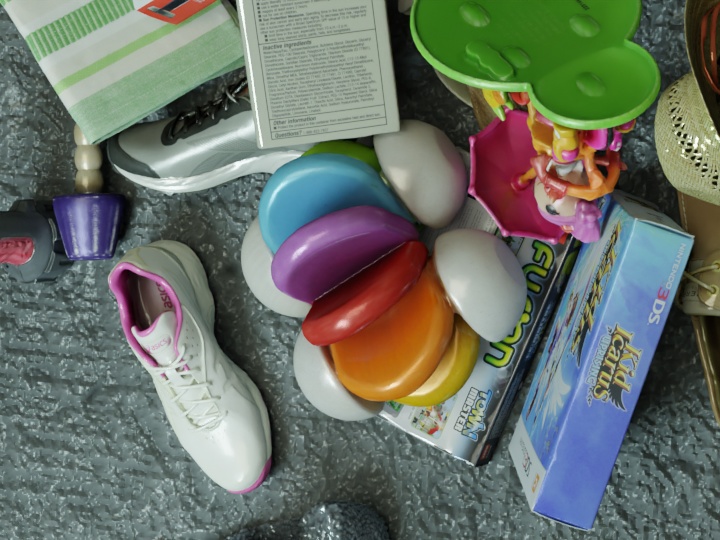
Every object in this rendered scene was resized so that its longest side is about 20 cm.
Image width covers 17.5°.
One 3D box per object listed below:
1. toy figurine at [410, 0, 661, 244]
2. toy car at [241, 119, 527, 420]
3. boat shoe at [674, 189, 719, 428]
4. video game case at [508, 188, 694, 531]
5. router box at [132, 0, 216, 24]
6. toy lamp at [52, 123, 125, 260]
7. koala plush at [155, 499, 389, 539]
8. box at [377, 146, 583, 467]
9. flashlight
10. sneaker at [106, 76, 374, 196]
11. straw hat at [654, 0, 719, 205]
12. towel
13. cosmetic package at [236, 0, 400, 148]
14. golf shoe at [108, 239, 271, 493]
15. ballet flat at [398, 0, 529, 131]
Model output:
[{"bbox_3d":[0.129,-0.090,1.535,0.149,0.185,0.200,-26,47,-15],"label":"toy figurine"},{"bbox_3d":[0.000,0.000,1.593,0.174,0.150,0.201,-33,75,21],"label":"toy car"},{"bbox_3d":[0.244,0.015,1.551,0.074,0.066,0.202,-7,103,64],"label":"boat shoe"},{"bbox_3d":[0.156,0.053,1.553,0.045,0.181,0.202,18,97,-4],"label":"video game case"},{"bbox_3d":[-0.104,-0.307,1.683,0.179,0.049,0.202,-25,68,31],"label":"router box"},{"bbox_3d":[-0.207,-0.109,1.763,0.058,0.058,0.202,-4,88,21],"label":"toy lamp"},{"bbox_3d":[-0.089,0.261,1.639,0.182,0.200,0.179,-8,88,21],"label":"koala plush"},{"bbox_3d":[0.079,0.026,1.662,0.109,0.035,0.201,27,99,19],"label":"box"},{"bbox_3d":[-0.275,-0.012,1.712,0.068,0.200,0.068,-43,76,15],"label":"flashlight"},{"bbox_3d":[-0.091,-0.106,1.696,0.198,0.074,0.080,-5,126,16],"label":"sneaker"},{"bbox_3d":[0.228,-0.084,1.432,0.085,0.200,0.203,-26,80,36],"label":"straw hat"},{"bbox_3d":[-0.188,-0.208,1.732,0.152,0.023,0.201,-30,78,-19],"label":"towel"},{"bbox_3d":[-0.034,-0.192,1.573,0.102,0.073,0.202,-6,111,0],"label":"cosmetic package"},{"bbox_3d":[-0.131,0.074,1.715,0.075,0.091,0.201,-29,81,17],"label":"golf shoe"},{"bbox_3d":[0.069,-0.180,1.658,0.072,0.068,0.201,-32,82,38],"label":"ballet flat"}]
